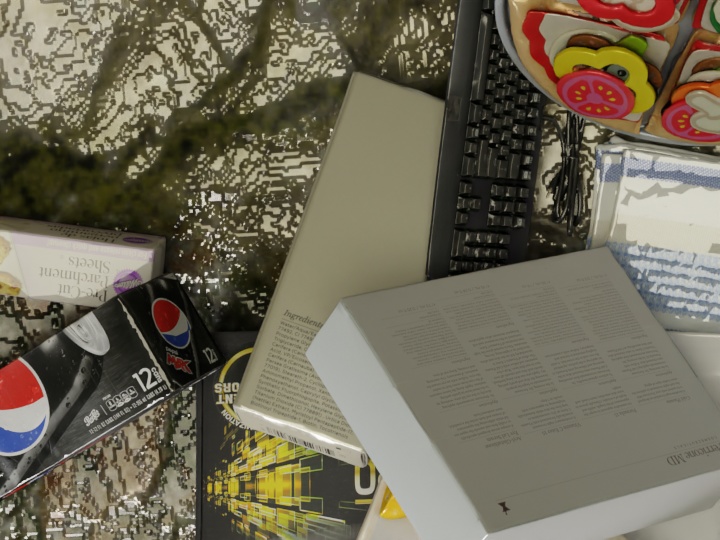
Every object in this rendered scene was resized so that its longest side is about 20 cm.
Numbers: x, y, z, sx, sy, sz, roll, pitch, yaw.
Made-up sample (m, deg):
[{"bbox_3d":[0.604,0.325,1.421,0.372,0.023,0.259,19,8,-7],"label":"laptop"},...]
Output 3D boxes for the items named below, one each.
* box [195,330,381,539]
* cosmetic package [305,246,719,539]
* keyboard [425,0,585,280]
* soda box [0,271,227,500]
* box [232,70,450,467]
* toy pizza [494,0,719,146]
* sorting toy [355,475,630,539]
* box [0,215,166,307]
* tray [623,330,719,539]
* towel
[{"bbox_3d":[0.007,0.112,1.624,0.199,0.049,0.162,-2,77,7],"label":"box"},{"bbox_3d":[0.090,0.072,1.516,0.151,0.199,0.052,56,134,26],"label":"cosmetic package"},{"bbox_3d":[0.091,-0.085,1.580,0.021,0.127,0.201,12,97,42],"label":"keyboard"},{"bbox_3d":[-0.177,0.078,1.631,0.200,0.071,0.064,-32,88,26],"label":"soda box"},{"bbox_3d":[0.000,0.000,1.588,0.082,0.068,0.201,20,80,5],"label":"box"},{"bbox_3d":[0.167,-0.121,1.501,0.199,0.032,0.201,8,145,5],"label":"toy pizza"},{"bbox_3d":[0.071,0.189,1.533,0.179,0.107,0.201,23,86,-4],"label":"sorting toy"},{"bbox_3d":[-0.213,-0.010,1.662,0.199,0.039,0.042,8,102,6],"label":"box"},{"bbox_3d":[0.163,0.131,1.583,0.107,0.022,0.201,3,72,16],"label":"tray"},{"bbox_3d":[0.191,0.032,1.627,0.146,0.024,0.201,8,103,4],"label":"towel"}]
